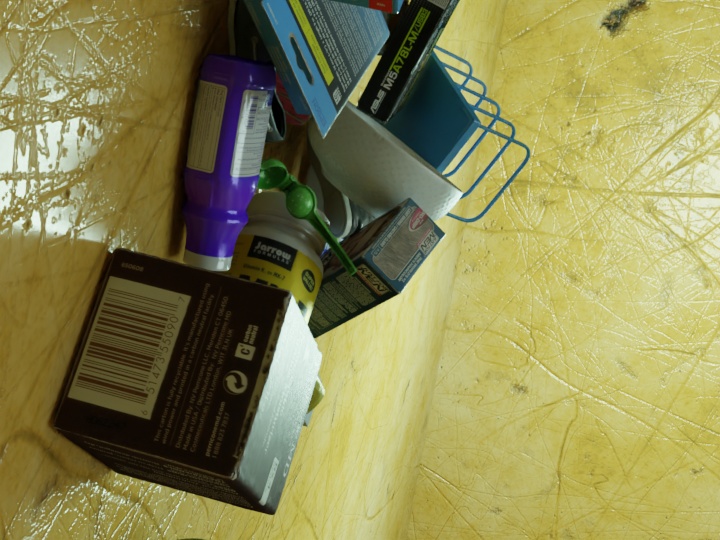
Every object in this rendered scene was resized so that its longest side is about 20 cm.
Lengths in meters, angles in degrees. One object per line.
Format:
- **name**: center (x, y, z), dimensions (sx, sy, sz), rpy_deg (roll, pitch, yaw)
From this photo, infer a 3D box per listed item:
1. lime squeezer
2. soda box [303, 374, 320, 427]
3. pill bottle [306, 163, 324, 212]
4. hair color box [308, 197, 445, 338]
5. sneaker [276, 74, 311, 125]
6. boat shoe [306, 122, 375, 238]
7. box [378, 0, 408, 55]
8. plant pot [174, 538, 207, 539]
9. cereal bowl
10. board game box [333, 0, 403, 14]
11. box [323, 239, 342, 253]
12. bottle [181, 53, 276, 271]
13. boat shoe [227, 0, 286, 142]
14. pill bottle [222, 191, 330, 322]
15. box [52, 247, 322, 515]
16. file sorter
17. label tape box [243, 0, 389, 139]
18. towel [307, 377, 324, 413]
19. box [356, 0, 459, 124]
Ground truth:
- **lime squeezer**: center (-0.074, -0.076, 1.375), dimensions (0.038, 0.200, 0.071), rpy_deg (-46, -158, 10)
- **soda box**: center (-0.098, 0.135, 1.714), dimensions (0.200, 0.063, 0.069), rpy_deg (77, 29, -67)
- **pill bottle**: center (-0.002, -0.122, 1.777), dimensions (0.200, 0.113, 0.115), rpy_deg (-33, 135, -74)
- **hair color box**: center (0.000, 0.000, 1.486), dimensions (0.100, 0.061, 0.200), rpy_deg (-52, -168, -32)
- **sneaker**: center (-0.060, -0.254, 1.440), dimensions (0.201, 0.073, 0.088), rpy_deg (98, 11, -50)
- **boat shoe**: center (-0.021, -0.129, 1.637), dimensions (0.067, 0.057, 0.202), rpy_deg (-34, -120, 49)
- **box**: center (0.004, -0.367, 1.555), dimensions (0.113, 0.101, 0.201), rpy_deg (-57, 158, -59)
- **plant pot**: center (-0.174, 0.387, 1.376), dimensions (0.200, 0.198, 0.191), rpy_deg (-60, 147, -56)
- **cereal bowl**: center (0.016, -0.117, 1.522), dimensions (0.083, 0.200, 0.200), rpy_deg (-51, 171, 7)
- **board game box**: center (-0.033, -0.325, 1.164), dimensions (0.056, 0.194, 0.201), rpy_deg (88, 18, -53)
- **box**: center (-0.071, -0.033, 1.658), dimensions (0.200, 0.064, 0.071), rpy_deg (-4, 107, -79)
- **bottle**: center (-0.130, -0.102, 1.271), dimensions (0.083, 0.065, 0.202), rpy_deg (-23, 126, -70)
- **boat shoe**: center (-0.094, -0.221, 1.323), dimensions (0.073, 0.061, 0.202), rpy_deg (-46, 146, -63)
- **pill bottle**: center (-0.105, 0.026, 1.421), dimensions (0.114, 0.113, 0.201), rpy_deg (80, 24, -64)
- **box**: center (-0.143, 0.103, 1.179), dimensions (0.200, 0.163, 0.167), rpy_deg (71, 34, -70)
- **file sorter**: center (0.106, -0.178, 1.698), dimensions (0.139, 0.122, 0.201), rpy_deg (-52, -139, 25)
- **label tape box**: center (-0.052, -0.230, 1.260), dimensions (0.145, 0.063, 0.200), rpy_deg (64, 34, -29)
- **towel**: center (-0.111, 0.161, 1.591), dimensions (0.143, 0.023, 0.200), rpy_deg (-38, 159, -8)
- **box**: center (0.068, -0.275, 1.563), dimensions (0.201, 0.047, 0.193), rpy_deg (-62, -179, 15)
